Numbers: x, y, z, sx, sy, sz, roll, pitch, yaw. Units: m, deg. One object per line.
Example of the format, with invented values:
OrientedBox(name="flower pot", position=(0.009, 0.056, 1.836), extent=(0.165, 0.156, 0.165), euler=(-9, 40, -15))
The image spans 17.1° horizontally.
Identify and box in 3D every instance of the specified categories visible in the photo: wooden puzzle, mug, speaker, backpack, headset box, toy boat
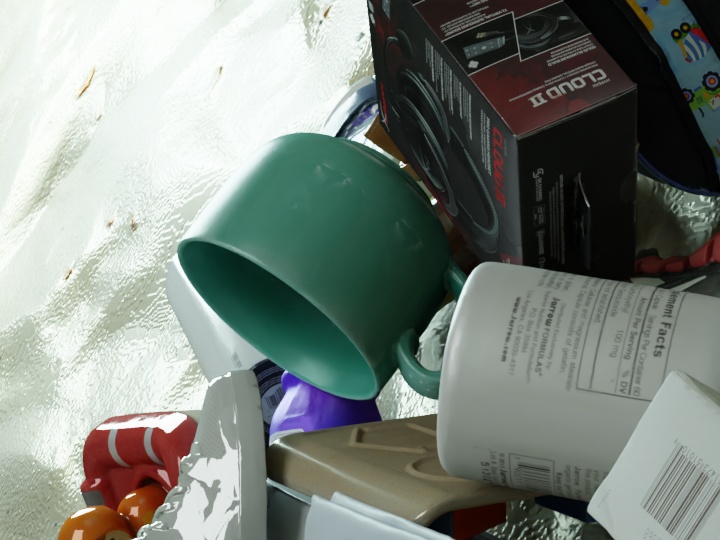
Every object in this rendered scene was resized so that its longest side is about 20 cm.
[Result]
OrientedBox(name="wooden puzzle", position=(0.071, 0.114, 1.348), extent=(0.185, 0.200, 0.046), euler=(13, 111, 60))
OrientedBox(name="mug", position=(-0.007, -0.002, 1.474), extent=(0.114, 0.185, 0.152), euler=(-53, 11, -20))
OrientedBox(name="speaker", position=(-0.082, 0.049, 1.714), extent=(0.081, 0.081, 0.200), euler=(-55, 29, 12))
OrientedBox(name="backpack", position=(0.190, -0.137, 1.355), extent=(0.182, 0.200, 0.135), euler=(-25, -5, -13))
OrientedBox(name="headset box", position=(0.081, -0.083, 1.309), extent=(0.077, 0.149, 0.200), euler=(-23, 51, -13))
OrientedBox(name="toy boat", position=(-0.147, 0.171, 1.632), extent=(0.131, 0.131, 0.200), euler=(-26, 9, -33))

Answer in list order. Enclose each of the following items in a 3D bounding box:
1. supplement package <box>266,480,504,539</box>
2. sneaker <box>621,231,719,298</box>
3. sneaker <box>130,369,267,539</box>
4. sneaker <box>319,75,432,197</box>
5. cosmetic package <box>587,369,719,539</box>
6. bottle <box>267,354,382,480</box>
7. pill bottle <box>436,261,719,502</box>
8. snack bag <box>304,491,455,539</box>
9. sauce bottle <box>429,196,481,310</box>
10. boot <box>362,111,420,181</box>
OrientedBox(name="supplement package", position=(0.019, 0.219, 1.346), extent=(0.200, 0.111, 0.156), euler=(16, 95, 61))
OrientedBox(name="sneaker", position=(0.176, 0.037, 1.325), extent=(0.200, 0.071, 0.098), euler=(-20, 47, 49))
OrientedBox(name="sneaker", position=(-0.112, 0.150, 1.359), extent=(0.074, 0.115, 0.200), euler=(108, 164, -70))
OrientedBox(name="sneaker", position=(0.035, -0.108, 1.663), extent=(0.200, 0.081, 0.147), euler=(-45, 37, 37))
OrientedBox(name="cosmetic package", position=(0.213, 0.134, 1.055), extent=(0.081, 0.200, 0.113), euler=(-59, 32, 8))
OrientedBox(name="bottle", position=(-0.021, 0.119, 1.531), extent=(0.065, 0.084, 0.200), euler=(-11, 64, 29))
OrientedBox(name="pill bottle", position=(0.147, 0.066, 1.215), extent=(0.200, 0.114, 0.114), euler=(9, 67, 13))
OrientedBox(name="snack bag", position=(0.011, 0.224, 1.213), extent=(0.189, 0.021, 0.200), euler=(8, 94, 64))
OrientedBox(name="sauce bottle", position=(0.063, -0.020, 1.565), extent=(0.200, 0.066, 0.066), euler=(-37, 38, 33))
OrientedBox(name="boot", position=(0.110, -0.117, 1.457), extent=(0.200, 0.155, 0.074), euler=(-56, -2, -3))
